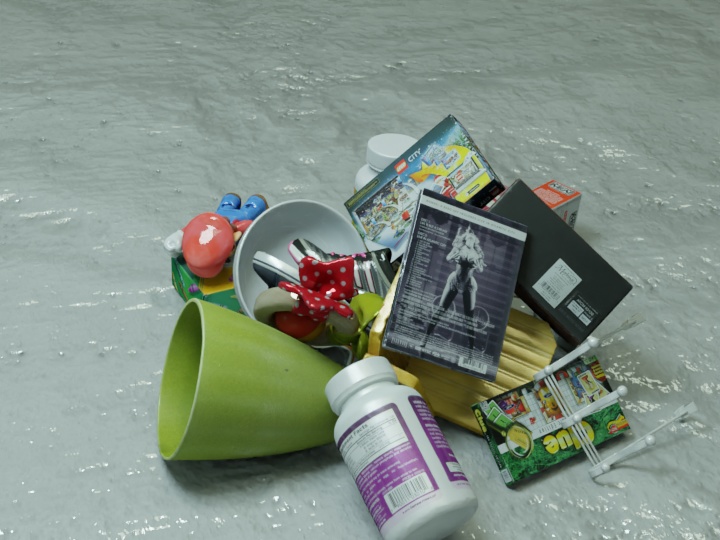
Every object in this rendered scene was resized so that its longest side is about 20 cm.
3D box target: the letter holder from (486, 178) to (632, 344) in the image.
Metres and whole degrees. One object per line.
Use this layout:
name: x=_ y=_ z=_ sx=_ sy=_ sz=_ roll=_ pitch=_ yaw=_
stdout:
letter holder: x=0.234 y=-0.006 z=1.522 sx=0.200 sy=0.101 sz=0.142 roll=44 pitch=-4 yaw=2

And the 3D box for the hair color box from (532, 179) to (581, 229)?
hair color box: x=0.254 y=-0.057 z=1.798 sx=0.061 sy=0.102 sz=0.200 roll=30 pitch=39 yaw=34

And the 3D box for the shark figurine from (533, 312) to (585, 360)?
shark figurine: x=0.279 y=0.041 z=1.662 sx=0.127 sy=0.090 sz=0.215 roll=10 pitch=31 yaw=10

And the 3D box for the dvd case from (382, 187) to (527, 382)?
dvd case: x=0.116 y=0.018 z=1.402 sx=0.148 sy=0.201 sz=0.016 roll=19 pitch=-15 yaw=-17

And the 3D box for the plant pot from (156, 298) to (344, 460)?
plant pot: x=-0.119 y=0.142 z=1.380 sx=0.199 sy=0.188 sz=0.187 roll=11 pitch=29 yaw=-21

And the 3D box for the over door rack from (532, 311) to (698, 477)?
over door rack: x=0.325 y=0.146 z=1.446 sx=0.199 sy=0.067 sz=0.148 roll=-24 pitch=81 yaw=-33

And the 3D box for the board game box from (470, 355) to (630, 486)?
board game box: x=0.237 y=0.182 z=1.438 sx=0.199 sy=0.023 sz=0.105 roll=-18 pitch=79 yaw=-32

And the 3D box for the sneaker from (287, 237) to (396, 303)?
sneaker: x=0.000 y=0.000 z=1.534 sx=0.199 sy=0.088 sz=0.074 roll=30 pitch=-5 yaw=13

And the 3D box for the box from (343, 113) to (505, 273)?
box: x=0.084 y=-0.101 z=1.595 sx=0.038 sy=0.200 sz=0.137 roll=33 pitch=23 yaw=-49

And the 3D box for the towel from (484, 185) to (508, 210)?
towel: x=0.189 y=-0.093 z=1.922 sx=0.199 sy=0.023 sz=0.144 roll=-25 pitch=45 yaw=-36

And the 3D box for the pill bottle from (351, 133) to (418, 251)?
pill bottle: x=0.043 y=-0.095 z=1.731 sx=0.110 sy=0.201 sz=0.111 roll=4 pitch=30 yaw=-2

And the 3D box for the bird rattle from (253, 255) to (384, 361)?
bird rattle: x=-0.055 y=0.058 z=1.402 sx=0.162 sy=0.200 sz=0.113 roll=-6 pitch=69 yaw=29

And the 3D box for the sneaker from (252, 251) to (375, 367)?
sneaker: x=-0.068 y=0.055 z=1.527 sx=0.200 sy=0.080 sz=0.078 roll=34 pitch=-6 yaw=-11

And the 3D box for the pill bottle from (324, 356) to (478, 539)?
pill bottle: x=0.038 y=0.200 z=1.293 sx=0.112 sy=0.112 sz=0.201 roll=-14 pitch=60 yaw=-27

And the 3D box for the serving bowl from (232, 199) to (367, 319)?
serving bowl: x=-0.087 y=0.006 z=1.602 sx=0.199 sy=0.201 sz=0.066 roll=-13 pitch=1 yaw=-26

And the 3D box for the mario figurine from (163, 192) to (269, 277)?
mario figurine: x=-0.195 y=-0.040 z=1.645 sx=0.123 sy=0.106 sz=0.200 roll=-31 pitch=10 yaw=24

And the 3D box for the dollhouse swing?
dollhouse swing: x=0.132 y=0.086 z=1.435 sx=0.175 sy=0.182 sz=0.201 roll=17 pitch=67 yaw=23

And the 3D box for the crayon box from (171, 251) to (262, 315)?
crayon box: x=-0.157 y=0.008 z=1.675 sx=0.199 sy=0.059 sz=0.119 roll=-13 pitch=36 yaw=-27
